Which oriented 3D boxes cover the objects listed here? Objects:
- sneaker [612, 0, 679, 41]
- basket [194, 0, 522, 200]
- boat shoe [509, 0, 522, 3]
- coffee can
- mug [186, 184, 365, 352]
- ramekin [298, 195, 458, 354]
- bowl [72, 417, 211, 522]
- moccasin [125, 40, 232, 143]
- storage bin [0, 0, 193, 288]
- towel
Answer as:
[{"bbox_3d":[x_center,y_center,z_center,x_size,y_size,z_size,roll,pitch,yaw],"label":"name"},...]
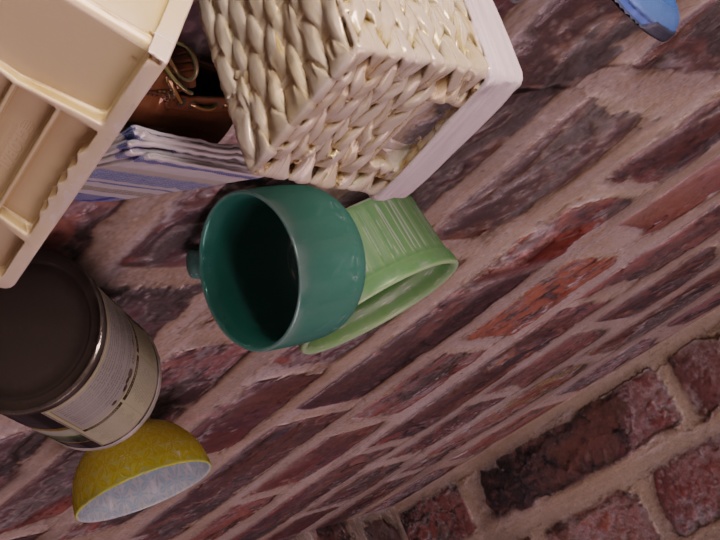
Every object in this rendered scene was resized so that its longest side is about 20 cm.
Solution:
[{"bbox_3d":[0.172,-0.242,0.743,0.078,0.066,0.200,-40,117,16],"label":"sneaker"},{"bbox_3d":[-0.015,-0.161,0.660,0.122,0.203,0.135,0,150,-40],"label":"basket"},{"bbox_3d":[0.183,-0.272,0.804,0.200,0.066,0.074,-27,161,9],"label":"boat shoe"},{"bbox_3d":[-0.283,0.083,1.040,0.144,0.148,0.200,-23,161,-2],"label":"coffee can"},{"bbox_3d":[-0.077,-0.015,1.068,0.113,0.185,0.154,-9,133,-44],"label":"mug"},{"bbox_3d":[0.000,0.000,1.205,0.198,0.099,0.200,-28,168,-6],"label":"ramekin"},{"bbox_3d":[-0.315,0.258,1.517,0.197,0.109,0.201,-21,161,-8],"label":"bowl"},{"bbox_3d":[-0.143,-0.136,0.757,0.078,0.074,0.201,-43,153,16],"label":"moccasin"},{"bbox_3d":[-0.149,-0.126,0.530,0.093,0.202,0.198,28,137,-20],"label":"storage bin"},{"bbox_3d":[-0.184,-0.076,0.825,0.197,0.024,0.146,-5,175,36],"label":"towel"}]
